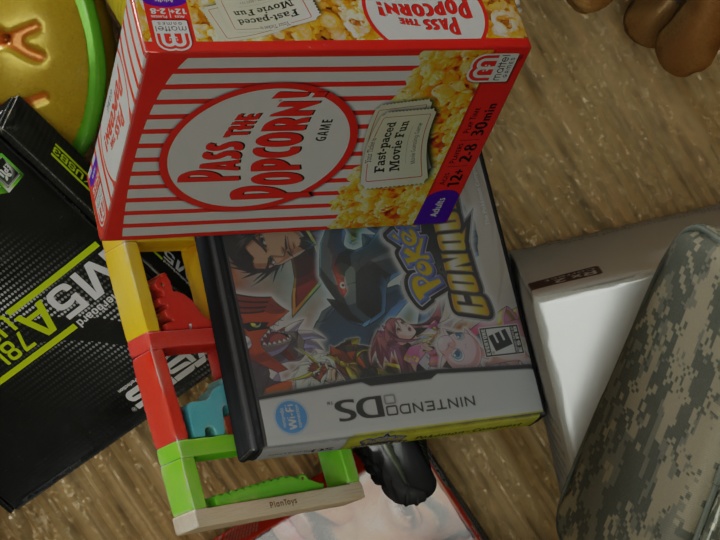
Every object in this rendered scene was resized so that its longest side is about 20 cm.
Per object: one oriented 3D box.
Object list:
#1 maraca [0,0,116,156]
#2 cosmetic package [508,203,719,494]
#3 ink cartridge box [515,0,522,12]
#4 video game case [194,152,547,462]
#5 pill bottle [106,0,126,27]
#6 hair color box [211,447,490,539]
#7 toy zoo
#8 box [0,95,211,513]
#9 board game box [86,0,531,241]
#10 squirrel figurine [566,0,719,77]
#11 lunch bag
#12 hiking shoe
[{"bbox_3d":[-0.201,-0.107,1.080,0.137,0.107,0.200,19,117,33],"label":"maraca"},{"bbox_3d":[0.190,0.076,1.076,0.165,0.165,0.200,-13,99,1],"label":"cosmetic package"},{"bbox_3d":[0.006,-0.218,1.041,0.084,0.145,0.200,-27,98,5],"label":"ink cartridge box"},{"bbox_3d":[0.000,0.000,1.048,0.181,0.026,0.200,-5,72,-24],"label":"video game case"},{"bbox_3d":[-0.094,-0.180,1.032,0.112,0.112,0.200,-34,64,5],"label":"pill bottle"},{"bbox_3d":[-0.023,0.193,1.148,0.200,0.064,0.111,-33,97,3],"label":"hair color box"},{"bbox_3d":[-0.073,0.041,1.037,0.020,0.131,0.200,-26,75,40],"label":"toy zoo"},{"bbox_3d":[-0.201,0.026,1.079,0.200,0.048,0.193,-34,112,23],"label":"box"},{"bbox_3d":[-0.031,-0.081,0.963,0.200,0.152,0.046,-4,56,-19],"label":"board game box"},{"bbox_3d":[0.225,-0.200,1.052,0.187,0.142,0.200,25,101,-10],"label":"squirrel figurine"},{"bbox_3d":[0.215,0.095,0.927,0.168,0.139,0.200,17,101,-21],"label":"lunch bag"},{"bbox_3d":[0.030,0.036,1.092,0.101,0.076,0.200,-12,74,-4],"label":"hiking shoe"}]
